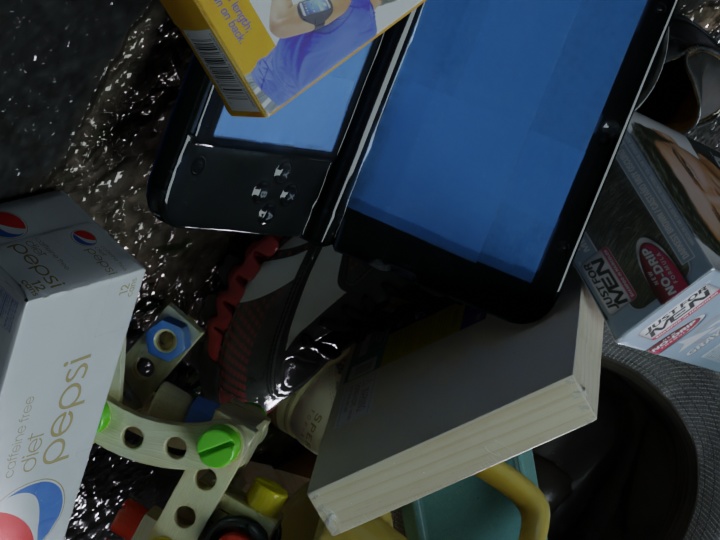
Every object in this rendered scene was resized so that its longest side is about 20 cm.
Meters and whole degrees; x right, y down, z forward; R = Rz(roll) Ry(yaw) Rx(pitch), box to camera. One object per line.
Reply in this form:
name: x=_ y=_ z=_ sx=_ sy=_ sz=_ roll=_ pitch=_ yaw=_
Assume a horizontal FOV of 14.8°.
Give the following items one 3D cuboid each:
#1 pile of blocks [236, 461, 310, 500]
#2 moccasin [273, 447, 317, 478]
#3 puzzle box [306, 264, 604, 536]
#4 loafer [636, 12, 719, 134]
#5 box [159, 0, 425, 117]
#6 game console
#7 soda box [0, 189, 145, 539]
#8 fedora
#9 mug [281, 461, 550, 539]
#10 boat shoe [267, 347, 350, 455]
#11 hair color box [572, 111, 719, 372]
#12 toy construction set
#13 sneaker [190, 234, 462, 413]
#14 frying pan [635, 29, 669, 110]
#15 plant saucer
pile of blocks: x=-0.025 y=0.186 z=1.405 sx=0.082 sy=0.062 sz=0.200 roll=-30 pitch=125 yaw=-1
moccasin: x=-0.009 y=0.134 z=1.463 sx=0.201 sy=0.078 sz=0.074 roll=-37 pitch=148 yaw=-20
puzzle box: x=0.050 y=0.045 z=1.278 sx=0.133 sy=0.025 sz=0.200 roll=-26 pitch=-164 yaw=16
loafer: x=0.144 y=-0.090 z=1.414 sx=0.200 sy=0.072 sz=0.073 roll=-3 pitch=126 yaw=-52
box: x=0.001 y=-0.165 z=1.111 sx=0.200 sy=0.041 sz=0.119 roll=-38 pitch=109 yaw=-17
game console: x=0.027 y=-0.088 z=1.189 sx=0.170 sy=0.118 sz=0.201 roll=3 pitch=111 yaw=-54
soda box: x=-0.159 y=0.067 z=1.204 sx=0.068 sy=0.064 sz=0.200 roll=-16 pitch=138 yaw=-43
fedora: x=0.098 y=0.108 z=1.413 sx=0.200 sy=0.177 sz=0.090 roll=-51 pitch=-175 yaw=3
mug: x=0.020 y=0.182 z=1.287 sx=0.187 sy=0.153 sz=0.149 roll=-59 pitch=-170 yaw=12
boat shoe: x=0.043 y=0.039 z=1.438 sx=0.200 sy=0.063 sz=0.073 roll=-34 pitch=147 yaw=-25
hair color box: x=0.159 y=-0.010 z=1.339 sx=0.061 sy=0.099 sz=0.200 roll=-37 pitch=158 yaw=19
toy construction set: x=-0.108 y=0.118 z=1.275 sx=0.200 sy=0.131 sz=0.092 roll=-62 pitch=175 yaw=26
sneaker: x=0.000 y=0.000 z=1.304 sx=0.201 sy=0.098 sz=0.071 roll=-53 pitch=152 yaw=10
frying pan: x=0.099 y=-0.156 z=1.309 sx=0.115 sy=0.031 sz=0.191 roll=15 pitch=75 yaw=-25
plant saucer: x=0.061 y=0.150 z=1.360 sx=0.070 sy=0.201 sz=0.019 roll=-10 pitch=-174 yaw=0
